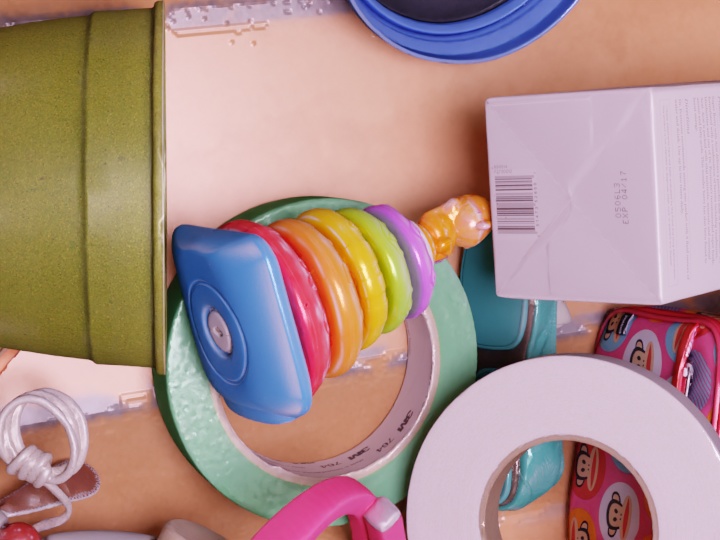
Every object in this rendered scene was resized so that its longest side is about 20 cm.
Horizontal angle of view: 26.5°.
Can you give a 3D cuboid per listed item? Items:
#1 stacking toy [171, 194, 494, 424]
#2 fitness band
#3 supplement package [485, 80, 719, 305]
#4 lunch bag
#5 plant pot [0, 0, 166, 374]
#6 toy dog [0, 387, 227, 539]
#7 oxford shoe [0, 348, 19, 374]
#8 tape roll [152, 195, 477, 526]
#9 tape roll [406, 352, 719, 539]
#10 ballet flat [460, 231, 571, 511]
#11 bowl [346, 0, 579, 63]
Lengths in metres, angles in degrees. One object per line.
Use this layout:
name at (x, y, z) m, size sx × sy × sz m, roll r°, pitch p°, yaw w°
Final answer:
stacking toy at (0.000, 0.000, 0.887) m, size 0.199 × 0.116 × 0.111 m, roll -24°, pitch 107°, yaw -30°
fitness band at (-0.032, 0.203, 0.904) m, size 0.144 × 0.037 × 0.201 m, roll -42°, pitch 150°, yaw -23°
supplement package at (0.184, -0.053, 0.934) m, size 0.199 × 0.119 × 0.122 m, roll -9°, pitch 98°, yaw -46°
lunch bag at (0.210, 0.126, 0.965) m, size 0.081 × 0.176 × 0.202 m, roll 7°, pitch 90°, yaw -24°
plant pot at (-0.200, -0.044, 0.821) m, size 0.191 × 0.200 × 0.202 m, roll 0°, pitch 95°, yaw -6°
toy dog at (-0.162, 0.167, 0.903) m, size 0.200 × 0.096 × 0.132 m, roll 44°, pitch 88°, yaw -3°
oxford shoe at (-0.280, 0.071, 0.853) m, size 0.199 × 0.071 × 0.073 m, roll -32°, pitch 99°, yaw -13°
tape roll at (-0.027, 0.055, 0.949) m, size 0.199 × 0.048 × 0.202 m, roll -1°, pitch 94°, yaw -19°
tape roll at (0.126, 0.150, 0.904) m, size 0.201 × 0.037 × 0.205 m, roll 0°, pitch 90°, yaw 19°
ballet flat at (0.103, 0.053, 0.991) m, size 0.070 × 0.067 × 0.202 m, roll -4°, pitch 96°, yaw -42°
bowl at (0.068, -0.225, 0.925) m, size 0.199 × 0.039 × 0.202 m, roll -12°, pitch 123°, yaw -20°
